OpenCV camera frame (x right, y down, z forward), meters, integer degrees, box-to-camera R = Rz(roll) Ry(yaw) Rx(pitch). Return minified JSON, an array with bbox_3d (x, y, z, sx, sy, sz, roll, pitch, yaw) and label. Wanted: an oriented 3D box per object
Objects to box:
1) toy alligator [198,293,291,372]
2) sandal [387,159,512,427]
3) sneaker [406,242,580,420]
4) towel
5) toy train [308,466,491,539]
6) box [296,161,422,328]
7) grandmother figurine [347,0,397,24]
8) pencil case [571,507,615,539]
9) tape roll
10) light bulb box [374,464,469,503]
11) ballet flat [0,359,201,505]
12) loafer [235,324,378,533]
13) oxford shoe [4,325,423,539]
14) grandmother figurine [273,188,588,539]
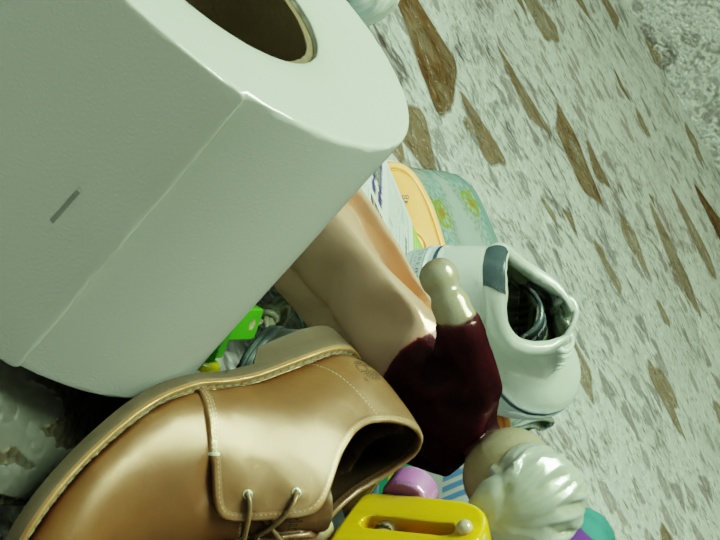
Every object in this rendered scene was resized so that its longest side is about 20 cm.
[{"bbox_3d":[-0.082,0.018,0.929,0.054,0.060,0.200,21,6,11],"label":"toy alligator"},{"bbox_3d":[0.052,0.021,1.224,0.079,0.059,0.208,-10,76,-40],"label":"sandal"},{"bbox_3d":[0.095,0.040,1.152,0.200,0.070,0.074,33,58,-56],"label":"sneaker"},{"bbox_3d":[0.069,0.021,1.350,0.201,0.048,0.171,66,17,9],"label":"towel"},{"bbox_3d":[0.002,0.147,0.760,0.199,0.150,0.056,23,-46,48],"label":"toy train"},{"bbox_3d":[0.000,0.000,1.088,0.200,0.036,0.145,64,22,-51],"label":"box"},{"bbox_3d":[-0.048,-0.179,0.977,0.199,0.060,0.122,27,77,-46],"label":"grandmother figurine"},{"bbox_3d":[0.116,0.232,1.112,0.085,0.092,0.201,46,24,-35],"label":"pencil case"},{"bbox_3d":[-0.099,-0.070,0.760,0.202,0.139,0.203,37,22,-18],"label":"tape roll"},{"bbox_3d":[0.054,0.219,0.899,0.200,0.124,0.199,54,20,-25],"label":"light bulb box"},{"bbox_3d":[-0.123,0.057,0.772,0.200,0.046,0.068,8,77,-62],"label":"ballet flat"},{"bbox_3d":[-0.025,0.097,0.908,0.201,0.072,0.073,-87,168,-51],"label":"loafer"},{"bbox_3d":[-0.052,0.083,0.757,0.071,0.072,0.199,37,43,28],"label":"oxford shoe"},{"bbox_3d":[0.025,0.039,0.851,0.200,0.060,0.122,51,-26,21],"label":"grandmother figurine"}]
